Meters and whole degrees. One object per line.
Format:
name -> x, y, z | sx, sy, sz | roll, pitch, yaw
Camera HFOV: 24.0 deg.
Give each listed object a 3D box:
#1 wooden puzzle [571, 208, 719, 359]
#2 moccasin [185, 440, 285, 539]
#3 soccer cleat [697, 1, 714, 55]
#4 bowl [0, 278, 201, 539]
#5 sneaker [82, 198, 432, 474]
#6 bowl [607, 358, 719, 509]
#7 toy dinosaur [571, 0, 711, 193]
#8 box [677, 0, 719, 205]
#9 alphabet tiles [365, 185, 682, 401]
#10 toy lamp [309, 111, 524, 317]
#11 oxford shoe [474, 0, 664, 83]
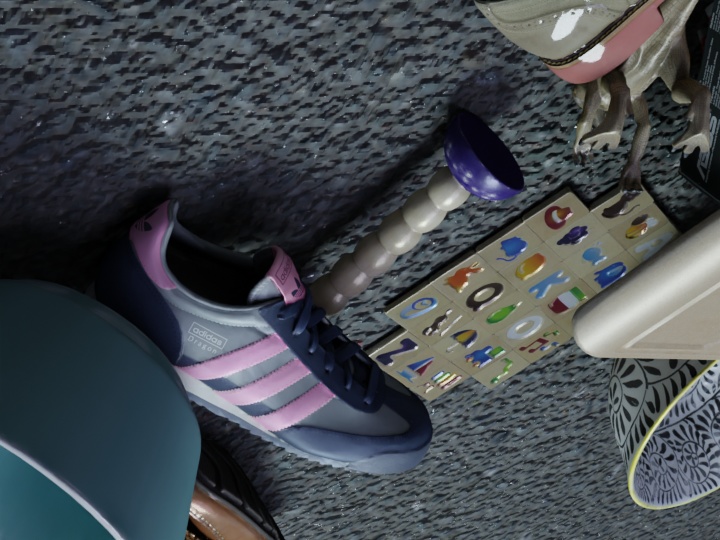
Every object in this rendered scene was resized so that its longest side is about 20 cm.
wooden puzzle -> 0.232, -0.005, 0.894 | 0.199, 0.038, 0.185 | 10, 142, -44
moccasin -> -0.097, 0.165, 1.082 | 0.077, 0.074, 0.202 | -31, 160, -6
soccer cleat -> 0.226, -0.082, 0.917 | 0.068, 0.086, 0.201 | -23, 150, -3
bowl -> -0.157, 0.080, 0.816 | 0.105, 0.199, 0.202 | -59, 167, -33
sneaker -> -0.038, 0.035, 0.854 | 0.199, 0.070, 0.082 | 25, 122, -17
bowl -> 0.229, 0.053, 1.106 | 0.199, 0.094, 0.202 | -26, 147, -18
toy dinosaur -> 0.134, -0.103, 0.797 | 0.058, 0.102, 0.200 | 10, 155, -16
box -> 0.260, -0.139, 0.831 | 0.191, 0.048, 0.202 | -10, 125, -23
alphabet tiles -> 0.103, 0.015, 1.056 | 0.199, 0.006, 0.166 | -34, 148, 14
toy lamp -> 0.000, 0.000, 0.905 | 0.200, 0.059, 0.058 | -40, 147, 25
oxford shoe -> 0.130, -0.167, 0.733 | 0.074, 0.071, 0.200 | 22, 121, -34
